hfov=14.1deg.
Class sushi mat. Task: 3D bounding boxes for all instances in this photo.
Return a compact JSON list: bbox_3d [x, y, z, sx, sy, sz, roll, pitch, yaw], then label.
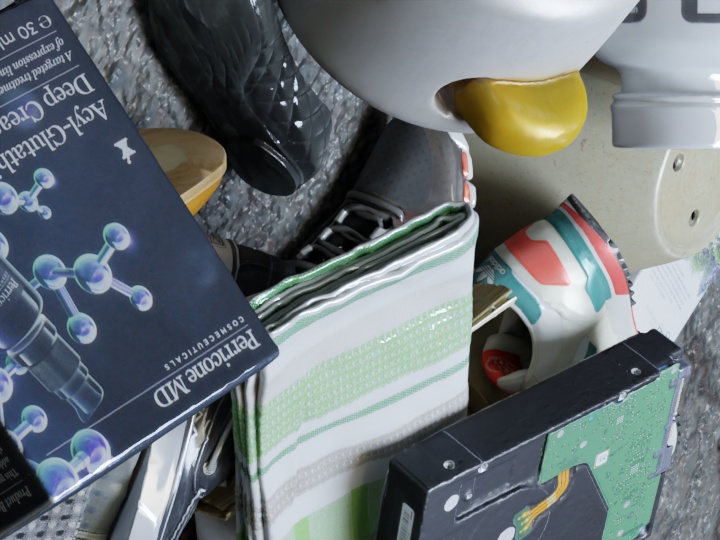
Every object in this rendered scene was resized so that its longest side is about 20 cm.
[{"bbox_3d":[-0.008,0.069,1.557,0.200,0.096,0.012,-37,100,-14],"label":"sushi mat"}]

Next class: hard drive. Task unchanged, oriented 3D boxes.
[{"bbox_3d":[0.090,0.124,1.580,0.200,0.038,0.140,-24,138,-34],"label":"hard drive"}]

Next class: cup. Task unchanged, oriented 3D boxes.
[{"bbox_3d":[0.145,-0.077,1.714,0.200,0.143,0.201,-29,129,-43],"label":"cup"}]

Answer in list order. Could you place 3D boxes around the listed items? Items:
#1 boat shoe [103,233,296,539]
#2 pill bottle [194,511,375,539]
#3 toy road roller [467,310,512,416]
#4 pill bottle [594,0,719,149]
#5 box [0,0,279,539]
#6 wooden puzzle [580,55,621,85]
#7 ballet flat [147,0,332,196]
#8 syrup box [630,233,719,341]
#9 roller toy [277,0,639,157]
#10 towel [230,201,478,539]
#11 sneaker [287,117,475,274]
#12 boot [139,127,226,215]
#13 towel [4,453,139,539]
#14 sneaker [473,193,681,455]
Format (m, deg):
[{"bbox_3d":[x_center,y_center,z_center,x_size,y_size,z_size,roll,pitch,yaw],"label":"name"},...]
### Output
[{"bbox_3d":[-0.083,0.083,1.483,0.068,0.072,0.200,16,92,-21],"label":"boat shoe"},{"bbox_3d":[-0.032,0.195,1.644,0.112,0.112,0.200,-37,138,-37],"label":"pill bottle"},{"bbox_3d":[0.064,0.119,1.734,0.200,0.146,0.123,53,39,-20],"label":"toy road roller"},{"bbox_3d":[0.177,-0.165,1.558,0.111,0.111,0.200,-4,96,-53],"label":"pill bottle"},{"bbox_3d":[-0.162,0.003,1.286,0.148,0.107,0.200,-34,91,-40],"label":"box"},{"bbox_3d":[0.142,-0.212,1.629,0.037,0.185,0.200,-84,-166,-86],"label":"wooden puzzle"},{"bbox_3d":[-0.063,-0.115,1.495,0.200,0.066,0.057,69,35,-51],"label":"ballet flat"},{"bbox_3d":[0.194,-0.043,1.853,0.200,0.081,0.079,-56,142,-17],"label":"syrup box"},{"bbox_3d":[0.052,-0.169,1.487,0.140,0.200,0.183,-50,-169,48],"label":"roller toy"},{"bbox_3d":[0.001,0.070,1.480,0.149,0.031,0.200,-25,137,-26],"label":"towel"},{"bbox_3d":[0.000,0.000,1.624,0.082,0.077,0.200,13,96,-49],"label":"sneaker"},{"bbox_3d":[-0.145,0.025,1.453,0.201,0.071,0.144,-33,138,-33],"label":"boot"},{"bbox_3d":[-0.193,0.113,1.390,0.200,0.035,0.193,-6,126,-38],"label":"towel"},{"bbox_3d":[0.117,0.051,1.663,0.093,0.070,0.200,-28,130,-7],"label":"sneaker"}]
